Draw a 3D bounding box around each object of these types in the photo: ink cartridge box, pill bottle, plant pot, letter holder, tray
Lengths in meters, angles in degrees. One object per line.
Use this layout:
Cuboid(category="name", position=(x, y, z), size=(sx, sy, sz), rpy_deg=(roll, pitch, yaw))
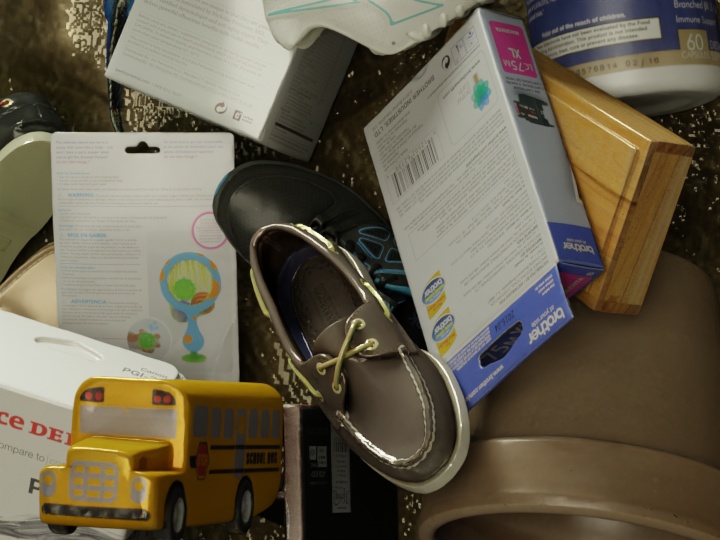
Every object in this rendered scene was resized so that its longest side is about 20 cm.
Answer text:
Cuboid(category="ink cartridge box", position=(0.069, -0.029, 1.450), size=(0.119, 0.042, 0.201), rpy_deg=(-44, 48, 41))
Cuboid(category="pill bottle", position=(0.147, -0.193, 1.539), size=(0.110, 0.111, 0.201), rpy_deg=(-9, 85, 15))
Cuboid(category="ink cartridge box", position=(-0.199, 0.142, 1.585), size=(0.146, 0.083, 0.201), rpy_deg=(17, 115, 9))
Cuboid(category="plant pot", position=(0.141, 0.084, 1.501), size=(0.199, 0.200, 0.175), rpy_deg=(4, 68, 16))
Cuboid(category="letter holder", position=(-0.071, 0.131, 1.533), size=(0.141, 0.200, 0.101), rpy_deg=(-3, 86, 16))
Cuboid(category="tray", position=(0.101, -0.062, 1.476), size=(0.200, 0.037, 0.099), rpy_deg=(39, 117, 51))

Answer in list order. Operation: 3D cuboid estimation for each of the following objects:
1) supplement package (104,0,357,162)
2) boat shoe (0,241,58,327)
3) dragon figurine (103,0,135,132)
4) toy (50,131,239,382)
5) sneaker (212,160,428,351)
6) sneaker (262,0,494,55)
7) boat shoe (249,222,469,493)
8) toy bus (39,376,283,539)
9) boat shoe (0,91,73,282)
Cuboid(category="supplement package", position=(-0.054, -0.183, 1.593), size=(0.109, 0.114, 0.201), rpy_deg=(23, 91, 15))
Cuboid(category="boat shoe", position=(-0.234, 0.064, 1.650), size=(0.074, 0.069, 0.200), rpy_deg=(39, 97, 14))
Cuboid(category="dragon figurine", position=(-0.141, -0.182, 1.624), size=(0.059, 0.099, 0.201), rpy_deg=(24, 93, 16))
Cuboid(category="toy", position=(-0.129, 0.014, 1.629), size=(0.114, 0.047, 0.201), rpy_deg=(0, 96, 7))
Cuboid(category="sneaker", position=(0.000, 0.000, 1.563), size=(0.200, 0.082, 0.073), rpy_deg=(33, 93, 0))
Cuboid(category="sneaker", position=(0.038, -0.162, 1.487), size=(0.199, 0.070, 0.081), rpy_deg=(-1, 91, 15))
Cuboid(category="boat shoe", position=(-0.005, 0.045, 1.447), size=(0.072, 0.059, 0.200), rpy_deg=(-44, 44, 11))
Cuboid(category="toy bus", position=(-0.098, 0.094, 1.334), size=(0.065, 0.200, 0.079), rpy_deg=(3, 88, 16))
Cuboid(category="boat shoe", position=(-0.256, -0.028, 1.668), size=(0.201, 0.074, 0.063), rpy_deg=(-46, 40, 18))
